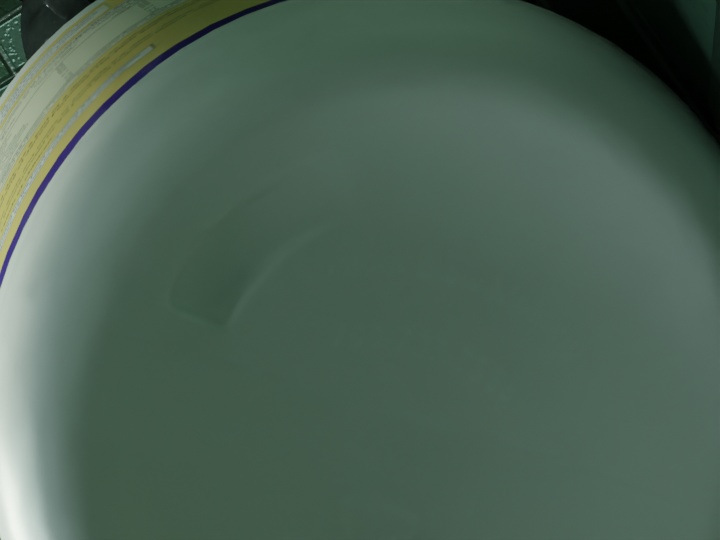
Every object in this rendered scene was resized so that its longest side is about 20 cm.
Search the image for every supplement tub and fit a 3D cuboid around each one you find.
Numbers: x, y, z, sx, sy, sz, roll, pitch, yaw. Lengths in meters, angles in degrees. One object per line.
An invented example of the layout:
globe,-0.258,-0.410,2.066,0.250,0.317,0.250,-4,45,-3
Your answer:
supplement tub,-0.009,0.010,0.591,0.146,0.145,0.200,59,176,-14

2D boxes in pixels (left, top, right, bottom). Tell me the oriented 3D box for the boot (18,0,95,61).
boot,-0.110,-0.092,1.177,0.198,0.073,0.163,-178,77,-78
